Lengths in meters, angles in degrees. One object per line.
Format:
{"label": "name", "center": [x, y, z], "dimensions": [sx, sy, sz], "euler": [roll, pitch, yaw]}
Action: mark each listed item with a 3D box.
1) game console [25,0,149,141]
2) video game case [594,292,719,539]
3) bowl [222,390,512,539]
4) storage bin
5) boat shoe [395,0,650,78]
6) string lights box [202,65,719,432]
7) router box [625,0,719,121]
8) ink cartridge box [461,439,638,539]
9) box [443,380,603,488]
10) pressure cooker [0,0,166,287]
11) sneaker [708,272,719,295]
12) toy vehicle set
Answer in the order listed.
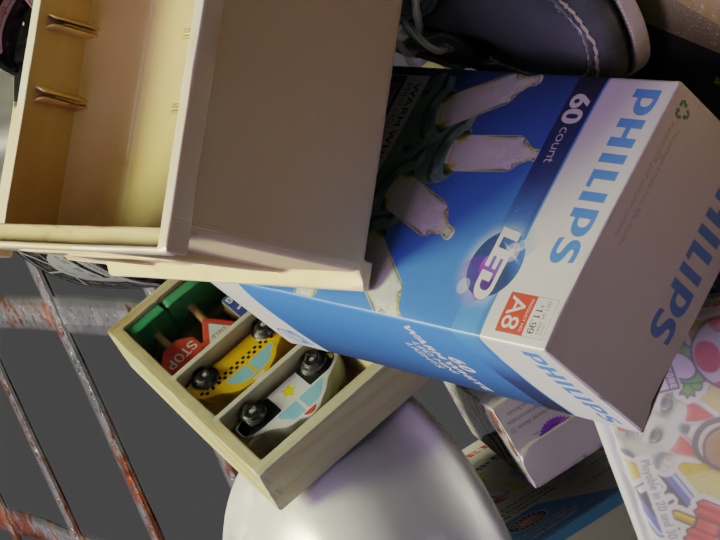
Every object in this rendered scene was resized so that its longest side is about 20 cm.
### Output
{"label": "game console", "center": [-0.068, -0.159, 0.857], "dimensions": [0.200, 0.176, 0.031], "euler": [50, 177, 23]}
{"label": "video game case", "center": [0.187, 0.092, 0.671], "dimensions": [0.181, 0.023, 0.201], "euler": [-15, 104, 27]}
{"label": "bowl", "center": [-0.008, 0.151, 0.853], "dimensions": [0.201, 0.090, 0.202], "euler": [43, 143, 44]}
{"label": "storage bin", "center": [-0.075, -0.101, 0.724], "dimensions": [0.198, 0.093, 0.202], "euler": [3, 83, 50]}
{"label": "boat shoe", "center": [0.023, -0.098, 0.735], "dimensions": [0.199, 0.062, 0.073], "euler": [26, 146, 46]}
{"label": "string lights box", "center": [0.039, -0.015, 0.706], "dimensions": [0.059, 0.103, 0.199], "euler": [38, 164, -34]}
{"label": "router box", "center": [0.124, -0.128, 0.655], "dimensions": [0.200, 0.052, 0.158], "euler": [37, 147, 43]}
{"label": "ink cartridge box", "center": [0.089, 0.153, 0.921], "dimensions": [0.200, 0.128, 0.126], "euler": [-5, 111, 63]}
{"label": "box", "center": [0.071, 0.060, 0.883], "dimensions": [0.039, 0.041, 0.200], "euler": [60, 177, -3]}
{"label": "pressure cooker", "center": [-0.104, -0.086, 0.979], "dimensions": [0.200, 0.175, 0.180], "euler": [2, 115, 61]}
{"label": "sneaker", "center": [0.118, -0.006, 0.740], "dimensions": [0.200, 0.095, 0.080], "euler": [32, 143, 48]}
{"label": "toy vehicle set", "center": [0.000, 0.000, 0.854], "dimensions": [0.124, 0.200, 0.027], "euler": [36, 161, 42]}
